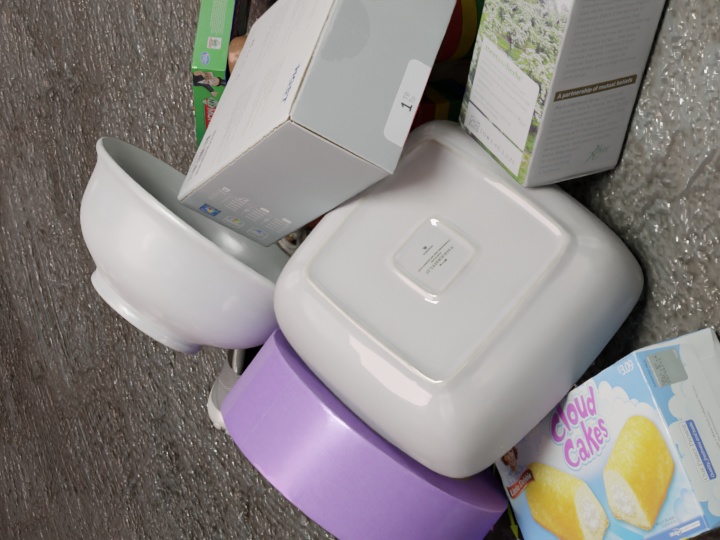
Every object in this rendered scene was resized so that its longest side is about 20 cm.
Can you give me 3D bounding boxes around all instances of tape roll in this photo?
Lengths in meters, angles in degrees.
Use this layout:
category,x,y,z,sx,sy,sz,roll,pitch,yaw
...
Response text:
category,x,y,z,sx,sy,sz,roll,pitch,yaw
tape roll,0.003,0.125,1.096,0.066,0.200,0.200,-53,45,10

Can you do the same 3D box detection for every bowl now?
category,x,y,z,sx,sy,sz,roll,pitch,yaw
bowl,0.053,0.006,1.015,0.200,0.200,0.075,40,173,26
bowl,-0.131,-0.002,1.154,0.090,0.201,0.201,-53,43,6

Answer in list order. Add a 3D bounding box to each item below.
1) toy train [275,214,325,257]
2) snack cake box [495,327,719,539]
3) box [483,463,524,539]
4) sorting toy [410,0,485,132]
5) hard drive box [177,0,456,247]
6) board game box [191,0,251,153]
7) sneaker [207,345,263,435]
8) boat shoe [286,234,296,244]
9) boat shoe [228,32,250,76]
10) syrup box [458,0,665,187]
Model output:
category,x,y,z,sx,sy,sz,roll,pitch,yaw
toy train,0.000,0.000,1.175,0.200,0.056,0.150,41,129,23
snack cake box,0.170,0.127,1.021,0.200,0.067,0.115,-45,63,58
box,0.085,0.106,1.205,0.143,0.036,0.200,-23,79,62
sorting toy,0.037,-0.166,1.144,0.200,0.070,0.199,45,139,46
hard drive box,-0.030,-0.118,1.050,0.200,0.077,0.156,-26,40,62
board game box,-0.112,-0.211,1.313,0.135,0.029,0.200,98,177,-63
sneaker,-0.070,0.037,1.349,0.116,0.075,0.200,113,172,-52
boat shoe,-0.060,-0.047,1.336,0.200,0.063,0.073,123,169,-82
boat shoe,-0.066,-0.139,1.282,0.200,0.072,0.076,82,-164,-66
syrup box,0.128,-0.157,0.966,0.079,0.081,0.200,49,141,39
